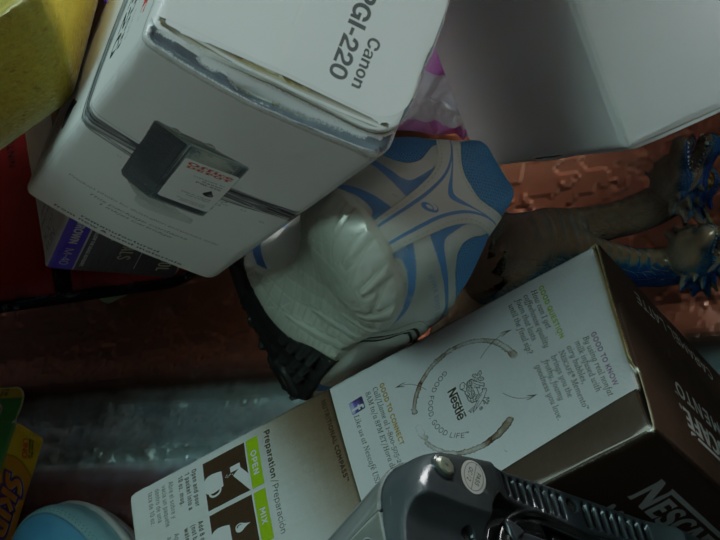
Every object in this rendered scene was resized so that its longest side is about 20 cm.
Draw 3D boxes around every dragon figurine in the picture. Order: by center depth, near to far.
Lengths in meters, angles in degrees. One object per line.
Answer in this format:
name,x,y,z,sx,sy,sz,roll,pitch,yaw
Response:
dragon figurine,0.063,0.019,0.784,0.200,0.099,0.059,-49,39,36

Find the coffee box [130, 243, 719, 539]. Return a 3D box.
coffee box,0.033,0.091,0.723,0.200,0.114,0.080,-30,48,20

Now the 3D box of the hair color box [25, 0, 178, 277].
hair color box,-0.105,-0.109,0.866,0.109,0.065,0.200,-58,39,44

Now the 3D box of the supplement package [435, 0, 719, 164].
supplement package,0.082,-0.152,0.726,0.120,0.200,0.121,-24,9,-20

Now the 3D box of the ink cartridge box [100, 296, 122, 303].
ink cartridge box,-0.085,-0.100,0.985,0.145,0.048,0.200,-26,50,23

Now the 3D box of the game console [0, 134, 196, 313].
game console,-0.163,-0.038,0.964,0.172,0.119,0.200,-8,55,-4

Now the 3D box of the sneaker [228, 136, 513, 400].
sneaker,0.000,0.000,0.744,0.072,0.072,0.200,-24,-3,-20

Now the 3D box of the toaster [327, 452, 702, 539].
toaster,0.050,0.145,0.639,0.129,0.200,0.114,-44,43,31

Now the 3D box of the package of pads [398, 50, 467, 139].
package of pads,-0.006,-0.157,0.910,0.076,0.120,0.200,113,161,-56

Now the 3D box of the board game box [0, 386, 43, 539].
board game box,-0.210,0.149,0.935,0.096,0.030,0.200,-4,63,35

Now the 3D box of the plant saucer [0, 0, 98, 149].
plant saucer,-0.166,-0.075,0.754,0.200,0.048,0.200,-33,26,20

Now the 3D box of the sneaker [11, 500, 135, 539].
sneaker,-0.133,0.156,0.797,0.080,0.131,0.200,-34,46,17

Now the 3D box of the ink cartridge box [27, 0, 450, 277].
ink cartridge box,-0.034,-0.092,0.678,0.200,0.085,0.146,-27,40,67
